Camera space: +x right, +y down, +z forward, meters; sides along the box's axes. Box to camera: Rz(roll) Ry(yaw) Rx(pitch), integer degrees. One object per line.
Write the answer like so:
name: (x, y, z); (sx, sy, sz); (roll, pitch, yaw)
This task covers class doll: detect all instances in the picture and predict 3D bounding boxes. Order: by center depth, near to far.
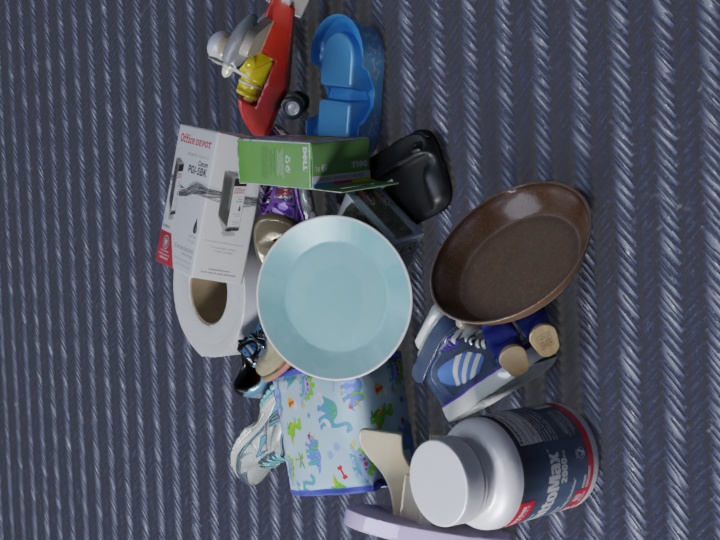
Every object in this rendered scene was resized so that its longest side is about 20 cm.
doll: (0.165, 0.029, 1.413); (0.135, 0.049, 0.201); (-34, 35, 9)

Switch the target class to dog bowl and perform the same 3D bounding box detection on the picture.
dog bowl: (-0.017, -0.232, 1.646); (0.111, 0.049, 0.204); (15, 105, 49)

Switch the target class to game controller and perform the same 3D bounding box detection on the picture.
game controller: (0.041, -0.102, 1.605); (0.199, 0.042, 0.106); (-25, 88, 49)

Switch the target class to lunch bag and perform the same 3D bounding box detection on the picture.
lunch bag: (-0.031, 0.204, 1.643); (0.198, 0.126, 0.173); (-14, 82, 40)

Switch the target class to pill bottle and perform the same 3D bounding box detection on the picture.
pill bottle: (0.154, 0.215, 1.361); (0.119, 0.198, 0.122); (7, 99, 50)

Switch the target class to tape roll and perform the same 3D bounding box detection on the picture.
tape roll: (-0.201, 0.027, 1.876); (0.201, 0.070, 0.206); (6, 98, 49)

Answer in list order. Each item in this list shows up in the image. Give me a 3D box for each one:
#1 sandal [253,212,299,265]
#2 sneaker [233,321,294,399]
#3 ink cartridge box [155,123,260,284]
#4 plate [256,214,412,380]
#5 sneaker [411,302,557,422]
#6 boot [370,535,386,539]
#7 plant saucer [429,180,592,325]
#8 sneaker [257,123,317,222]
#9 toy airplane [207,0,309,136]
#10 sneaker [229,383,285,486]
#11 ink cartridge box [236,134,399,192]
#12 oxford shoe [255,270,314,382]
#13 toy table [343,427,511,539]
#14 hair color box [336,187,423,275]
sandal: (-0.098, 0.018, 1.686); (0.054, 0.079, 0.203); (-87, -8, -63)
sneaker: (-0.127, 0.104, 1.777); (0.078, 0.089, 0.203); (40, 122, 40)
ink cartridge box: (-0.209, -0.096, 1.753); (0.146, 0.082, 0.204); (18, 98, 58)
plate: (-0.031, 0.033, 1.539); (0.196, 0.026, 0.204); (1, 96, 11)
sneaker: (0.133, 0.078, 1.467); (0.200, 0.080, 0.148); (-42, 66, 50)
boot: (0.036, 0.446, 1.623); (0.095, 0.073, 0.203); (-33, 69, 39)
plant saucer: (0.169, -0.012, 1.380); (0.198, 0.037, 0.202); (-25, 37, 20)
sneaker: (-0.108, -0.104, 1.722); (0.081, 0.082, 0.203); (90, 166, -77)
toy airplane: (-0.135, -0.305, 1.666); (0.201, 0.138, 0.202); (87, -171, -60)
sneaker: (-0.123, 0.248, 1.800); (0.087, 0.077, 0.202); (49, 128, 31)
ink cartridge box: (-0.056, -0.138, 1.583); (0.198, 0.103, 0.060); (9, 104, 46)
oxford shoe: (-0.100, 0.067, 1.635); (0.201, 0.073, 0.071); (-56, 14, 37)
toy table: (0.085, 0.258, 1.486); (0.184, 0.196, 0.119); (-179, 97, -83)
hair color box: (0.000, 0.000, 1.611); (0.099, 0.060, 0.202); (47, 134, 27)
